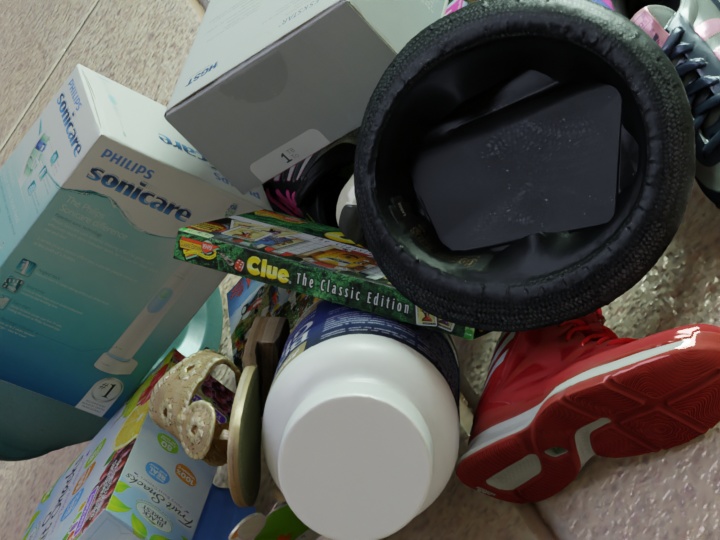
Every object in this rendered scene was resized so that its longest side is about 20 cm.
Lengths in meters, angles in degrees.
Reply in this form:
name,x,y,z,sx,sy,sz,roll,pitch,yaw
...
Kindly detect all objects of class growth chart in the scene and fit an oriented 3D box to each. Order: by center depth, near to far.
name,x,y,z,sx,sy,sz,roll,pitch,yaw
growth chart,-0.074,0.200,1.203,0.018,0.145,0.200,39,104,19

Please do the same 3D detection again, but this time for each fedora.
name,x,y,z,sx,sy,sz,roll,pitch,yaw
fedora,0.098,-0.056,1.092,0.200,0.091,0.202,-2,86,28

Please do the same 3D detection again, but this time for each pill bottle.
name,x,y,z,sx,sy,sz,roll,pitch,yaw
pill bottle,0.002,0.081,1.127,0.111,0.111,0.200,-54,5,12

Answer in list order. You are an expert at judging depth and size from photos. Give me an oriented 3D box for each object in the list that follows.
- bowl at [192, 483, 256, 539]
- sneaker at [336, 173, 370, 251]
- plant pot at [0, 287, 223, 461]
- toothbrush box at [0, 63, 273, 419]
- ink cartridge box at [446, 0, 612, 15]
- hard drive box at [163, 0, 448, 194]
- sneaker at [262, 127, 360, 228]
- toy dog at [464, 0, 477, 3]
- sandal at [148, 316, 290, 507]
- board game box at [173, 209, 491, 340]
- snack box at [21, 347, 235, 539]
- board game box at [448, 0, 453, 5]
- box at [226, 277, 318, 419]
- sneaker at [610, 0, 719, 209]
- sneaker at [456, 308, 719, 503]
name,x,y,z,sx,sy,sz,roll,pitch,yaw
bowl,-0.145,0.226,1.326,0.201,0.039,0.201,-50,12,15
sneaker,0.031,-0.084,1.215,0.200,0.093,0.071,-39,-25,-39
plant pot,-0.214,0.040,1.536,0.187,0.200,0.201,-10,54,40
toothbrush box,-0.177,-0.015,1.326,0.200,0.146,0.085,-50,39,22
ink cartridge box,0.117,-0.173,1.313,0.200,0.042,0.120,-34,33,39
hard drive box,-0.023,-0.166,1.244,0.155,0.077,0.201,-27,30,34
sneaker,-0.025,-0.054,1.326,0.199,0.074,0.088,-22,40,44
toy dog,0.010,-0.147,1.370,0.199,0.096,0.132,-16,38,46
sandal,-0.088,0.081,1.172,0.212,0.069,0.078,-72,-17,-72
board game box,0.000,0.000,1.180,0.199,0.105,0.024,15,102,24
snack box,-0.167,0.170,1.313,0.169,0.068,0.200,-47,11,26
board game box,0.059,-0.233,1.488,0.200,0.029,0.135,-40,33,35
box,-0.016,0.002,1.382,0.200,0.038,0.137,-47,30,25
sneaker,0.181,-0.102,1.096,0.070,0.082,0.200,-49,30,23
sneaker,0.124,0.041,1.065,0.200,0.078,0.116,-29,42,44
